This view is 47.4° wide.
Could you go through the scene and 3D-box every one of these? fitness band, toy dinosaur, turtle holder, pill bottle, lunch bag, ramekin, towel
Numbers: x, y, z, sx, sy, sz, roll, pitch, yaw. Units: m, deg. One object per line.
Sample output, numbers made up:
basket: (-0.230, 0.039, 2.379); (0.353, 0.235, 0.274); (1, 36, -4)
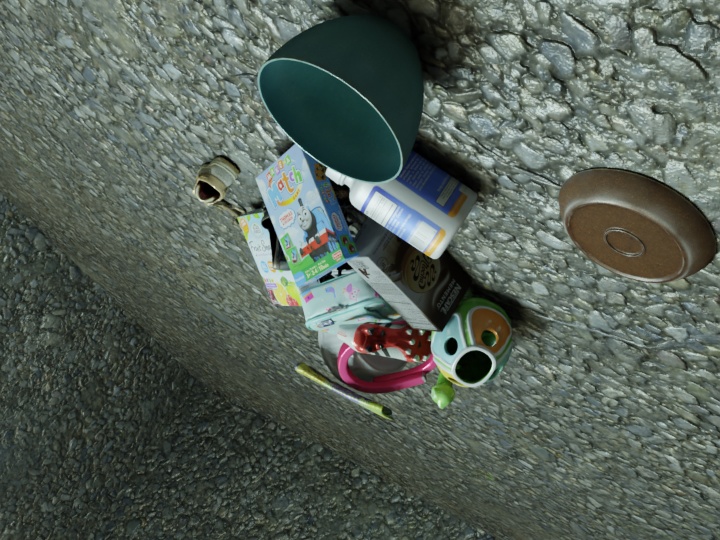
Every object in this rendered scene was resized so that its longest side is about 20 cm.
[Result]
fitness band: (0.055, 0.165, 1.541); (0.198, 0.038, 0.144); (-16, 126, 10)
toy dinosaur: (-0.234, -0.088, 1.759); (0.200, 0.058, 0.101); (48, 172, -13)
turtle holder: (0.176, 0.139, 1.406); (0.185, 0.132, 0.141); (-30, 111, 19)
pill bottle: (0.055, -0.115, 1.154); (0.199, 0.112, 0.112); (34, 160, 1)
toy dinosaur: (-0.059, -0.059, 1.438); (0.136, 0.102, 0.200); (61, 160, 16)
lunch bag: (-0.007, 0.060, 1.468); (0.159, 0.078, 0.200); (-16, 167, 19)
ramekin: (0.021, 0.133, 1.655); (0.202, 0.203, 0.094); (42, 147, -22)
towel: (-0.031, 0.236, 1.610); (0.199, 0.023, 0.144); (25, 171, 18)

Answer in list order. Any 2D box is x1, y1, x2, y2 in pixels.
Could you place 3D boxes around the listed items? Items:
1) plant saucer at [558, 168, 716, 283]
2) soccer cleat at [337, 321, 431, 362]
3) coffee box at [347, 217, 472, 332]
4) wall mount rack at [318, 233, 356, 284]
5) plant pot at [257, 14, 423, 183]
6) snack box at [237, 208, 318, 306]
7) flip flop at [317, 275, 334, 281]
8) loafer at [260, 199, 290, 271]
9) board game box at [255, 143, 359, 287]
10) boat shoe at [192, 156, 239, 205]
plant saucer: (0.329, -0.045, 1.006); (0.199, 0.035, 0.201); (30, 159, 13)
soccer cleat: (0.047, 0.120, 1.440); (0.199, 0.069, 0.085); (9, -177, -43)
coffee box: (0.080, -0.002, 1.365); (0.200, 0.113, 0.080); (44, 157, -28)
wall mount rack: (0.000, 0.000, 1.561); (0.172, 0.075, 0.200); (-3, 155, 2)
plant pot: (-0.002, -0.220, 0.970); (0.199, 0.135, 0.200); (29, 159, 13)
snack box: (-0.163, -0.028, 1.649); (0.142, 0.053, 0.201); (-3, 112, 56)
flip flop: (-0.055, 0.042, 1.718); (0.200, 0.082, 0.057); (37, 148, -26)
loafer: (-0.148, -0.083, 1.458); (0.072, 0.062, 0.201); (104, 150, -49)
board game box: (-0.090, -0.091, 1.337); (0.151, 0.036, 0.202); (-29, 80, 51)
boat shoe: (-0.302, -0.168, 1.635); (0.074, 0.069, 0.200); (38, 159, -11)
